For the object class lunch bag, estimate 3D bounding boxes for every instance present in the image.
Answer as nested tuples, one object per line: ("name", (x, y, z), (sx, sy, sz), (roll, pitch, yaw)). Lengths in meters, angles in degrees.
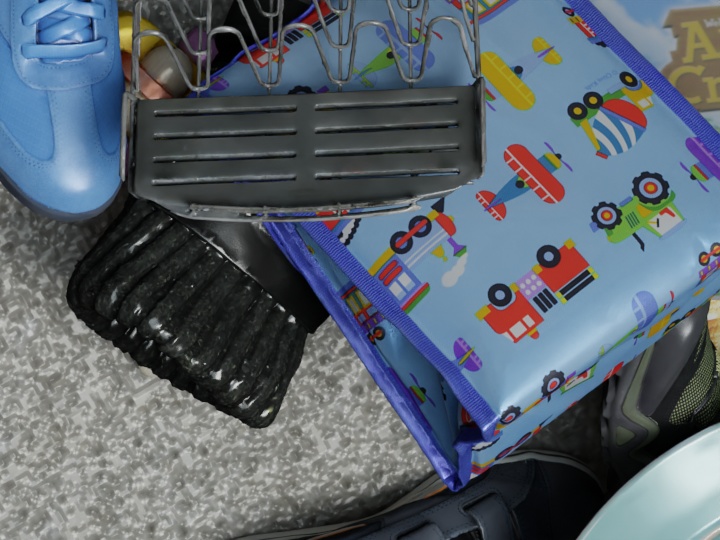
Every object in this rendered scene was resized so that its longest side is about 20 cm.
("lunch bag", (0.039, -0.045, 1.110), (0.150, 0.094, 0.200), (-35, 79, -16))

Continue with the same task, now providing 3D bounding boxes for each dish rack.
("dish rack", (-0.023, -0.112, 1.086), (0.152, 0.055, 0.201), (-3, 60, 4))

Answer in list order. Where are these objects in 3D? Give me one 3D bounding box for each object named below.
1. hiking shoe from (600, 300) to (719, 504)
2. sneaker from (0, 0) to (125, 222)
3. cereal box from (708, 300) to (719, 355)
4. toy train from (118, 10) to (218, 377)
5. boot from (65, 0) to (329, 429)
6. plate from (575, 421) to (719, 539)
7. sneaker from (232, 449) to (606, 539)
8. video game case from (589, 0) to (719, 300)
("hiking shoe", (0.155, 0.069, 1.237), (0.100, 0.076, 0.201), (3, 139, 8))
("sneaker", (-0.126, -0.122, 1.122), (0.066, 0.078, 0.201), (-5, 78, -24))
("cereal box", (0.151, -0.012, 1.286), (0.200, 0.040, 0.144), (37, 91, -20))
("toy train", (-0.122, -0.038, 1.194), (0.199, 0.056, 0.151), (16, 97, -19))
("boot", (-0.001, 0.000, 1.171), (0.210, 0.079, 0.159), (28, 73, -9))
("plate", (0.169, 0.141, 1.223), (0.199, 0.026, 0.201), (-13, 128, -17))
("sneaker", (0.027, 0.138, 1.265), (0.199, 0.079, 0.079), (-17, 106, -13))
("video game case", (0.188, -0.062, 1.171), (0.199, 0.022, 0.183), (0, 129, 15))
